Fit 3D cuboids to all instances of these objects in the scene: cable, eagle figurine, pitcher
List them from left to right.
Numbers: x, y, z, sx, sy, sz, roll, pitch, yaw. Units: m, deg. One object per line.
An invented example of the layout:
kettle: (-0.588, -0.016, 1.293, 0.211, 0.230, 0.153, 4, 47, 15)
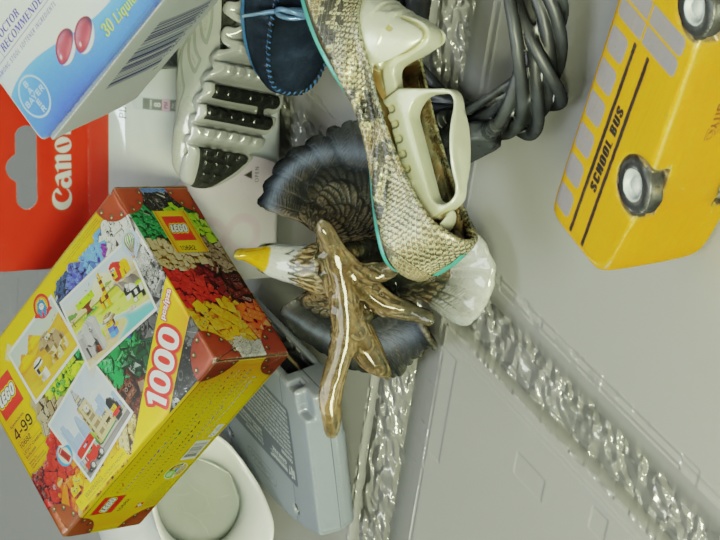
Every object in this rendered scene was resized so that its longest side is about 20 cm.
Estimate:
pitcher: (-0.143, 0.153, 1.666, 0.200, 0.120, 0.173, 150, 100, -73)
eagle figurine: (-0.007, -0.003, 1.402, 0.152, 0.151, 0.200, -50, 4, 9)
cable: (0.066, -0.151, 1.296, 0.200, 0.050, 0.165, 151, 112, -64)

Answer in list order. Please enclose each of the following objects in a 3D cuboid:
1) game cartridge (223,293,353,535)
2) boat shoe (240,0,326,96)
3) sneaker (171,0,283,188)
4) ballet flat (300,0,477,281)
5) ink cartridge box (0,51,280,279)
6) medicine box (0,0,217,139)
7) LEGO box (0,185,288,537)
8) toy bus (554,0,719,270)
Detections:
game cartridge: (-0.062, 0.099, 1.591, 0.200, 0.040, 0.134, 43, 142, 52)
boat shoe: (-0.031, -0.196, 1.420, 0.069, 0.084, 0.201, 46, 139, 42)
sneaker: (-0.094, -0.155, 1.506, 0.081, 0.075, 0.202, 13, 89, 40)
ballet flat: (0.026, -0.096, 1.273, 0.075, 0.068, 0.202, -24, 78, 40)
ink cartridge box: (-0.157, -0.070, 1.567, 0.057, 0.198, 0.164, -134, 42, -60)
medicine box: (-0.191, -0.224, 1.438, 0.201, 0.103, 0.182, 52, 132, 6)
LEGO box: (-0.162, 0.063, 1.528, 0.200, 0.077, 0.149, -49, 63, 31)
toy bus: (0.161, -0.091, 1.107, 0.078, 0.065, 0.201, 57, 144, 40)
